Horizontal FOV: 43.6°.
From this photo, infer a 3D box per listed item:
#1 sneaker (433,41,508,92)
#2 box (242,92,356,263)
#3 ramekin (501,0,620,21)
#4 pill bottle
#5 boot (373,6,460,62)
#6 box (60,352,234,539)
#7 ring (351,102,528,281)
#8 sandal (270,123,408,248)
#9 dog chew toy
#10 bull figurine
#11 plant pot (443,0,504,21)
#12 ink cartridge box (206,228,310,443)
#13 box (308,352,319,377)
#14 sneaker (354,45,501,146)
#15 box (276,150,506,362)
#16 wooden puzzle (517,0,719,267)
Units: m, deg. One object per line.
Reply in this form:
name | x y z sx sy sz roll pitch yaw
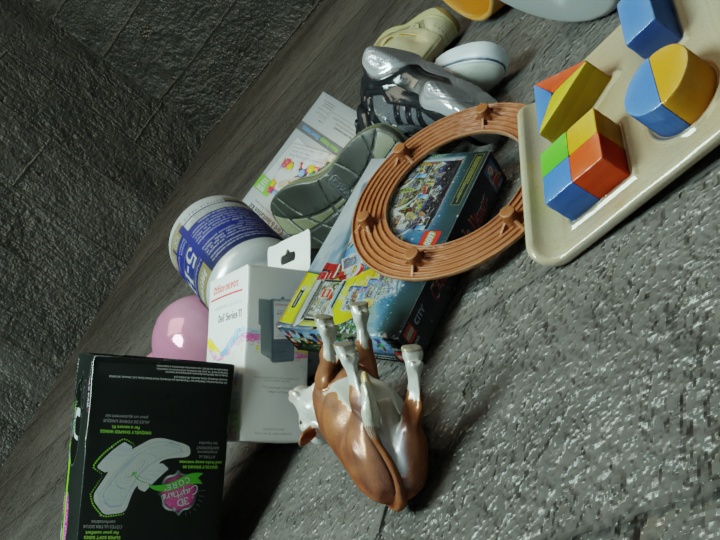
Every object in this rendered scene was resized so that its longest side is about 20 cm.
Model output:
sneaker | 0.092 -0.179 0.994 0.200 0.073 0.071 -31 50 55
box | -0.057 -0.116 1.154 0.200 0.041 0.156 -53 45 4
ramekin | 0.172 -0.314 0.815 0.098 0.200 0.200 -64 19 -8
pill bottle | -0.134 0.003 1.042 0.120 0.120 0.200 -52 42 3
boot | 0.042 -0.275 1.275 0.200 0.073 0.156 -15 39 56
box | -0.197 0.179 0.812 0.148 0.124 0.201 168 107 -67
ring | 0.077 -0.074 0.756 0.200 0.019 0.201 -21 41 20
sandal | -0.016 -0.087 0.947 0.201 0.080 0.057 -31 10 37
dog chew toy | -0.218 0.131 1.103 0.200 0.124 0.125 -58 16 10
bull figurine | -0.003 0.095 0.654 0.200 0.065 0.122 -152 56 -65
plant pot | 0.168 -0.448 1.120 0.183 0.200 0.200 -38 16 -5
ink cartridge box | -0.100 0.063 0.860 0.117 0.067 0.201 -20 66 61
box | 0.000 0.000 0.909 0.156 0.041 0.200 -34 25 47
sneaker | 0.064 -0.149 0.931 0.200 0.075 0.114 42 125 39
box | 0.028 -0.016 0.783 0.136 0.038 0.200 3 54 41
wooden puzzle | 0.181 -0.122 0.620 0.200 0.046 0.185 -39 30 37
